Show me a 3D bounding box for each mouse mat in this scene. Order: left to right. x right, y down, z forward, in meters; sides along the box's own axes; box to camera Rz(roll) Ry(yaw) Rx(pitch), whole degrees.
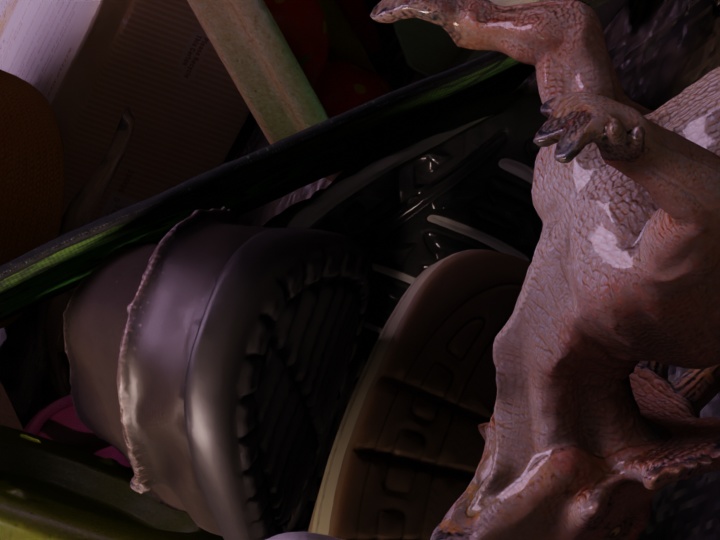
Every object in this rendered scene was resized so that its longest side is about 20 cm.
[{"bbox_3d":[-0.040,-0.018,0.724,0.161,0.200,0.008,140,107,-85],"label":"mouse mat"}]

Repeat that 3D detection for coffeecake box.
[{"bbox_3d":[-0.098,-0.100,1.080,0.154,0.073,0.200,-61,23,26],"label":"coffeecake box"}]

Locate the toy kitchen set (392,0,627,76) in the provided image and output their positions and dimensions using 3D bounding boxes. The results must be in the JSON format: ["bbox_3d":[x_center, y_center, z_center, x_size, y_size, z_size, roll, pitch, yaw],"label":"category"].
[{"bbox_3d":[-0.008,-0.162,0.781,0.163,0.180,0.200,-52,28,40],"label":"toy kitchen set"}]

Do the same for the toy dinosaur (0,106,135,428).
[{"bbox_3d":[-0.108,0.040,0.993,0.200,0.047,0.088,-62,41,45],"label":"toy dinosaur"}]

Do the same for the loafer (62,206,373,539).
[{"bbox_3d":[-0.041,0.027,0.645,0.200,0.071,0.073,87,-157,-78],"label":"loafer"}]

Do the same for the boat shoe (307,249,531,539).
[{"bbox_3d":[0.007,0.093,0.670,0.065,0.072,0.201,-12,65,63],"label":"boat shoe"}]

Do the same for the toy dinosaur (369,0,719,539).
[{"bbox_3d":[0.089,-0.011,0.543,0.200,0.136,0.086,-22,37,21],"label":"toy dinosaur"}]

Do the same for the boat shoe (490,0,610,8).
[{"bbox_3d":[0.087,-0.128,0.636,0.200,0.076,0.074,-38,79,39],"label":"boat shoe"}]

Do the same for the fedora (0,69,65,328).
[{"bbox_3d":[-0.165,-0.028,0.978,0.200,0.082,0.201,-12,75,50],"label":"fedora"}]

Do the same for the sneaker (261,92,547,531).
[{"bbox_3d":[0.000,0.000,0.768,0.200,0.074,0.079,-42,28,49],"label":"sneaker"}]

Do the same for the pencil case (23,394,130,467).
[{"bbox_3d":[-0.116,0.137,0.897,0.200,0.091,0.094,-59,-7,25],"label":"pencil case"}]

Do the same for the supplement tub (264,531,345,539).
[{"bbox_3d":[0.012,0.162,0.491,0.145,0.145,0.200,16,85,68],"label":"supplement tub"}]

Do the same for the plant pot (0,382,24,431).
[{"bbox_3d":[-0.210,0.073,0.820,0.177,0.200,0.200,-46,53,22],"label":"plant pot"}]

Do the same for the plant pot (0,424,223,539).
[{"bbox_3d":[-0.107,0.143,0.701,0.200,0.200,0.193,25,97,68],"label":"plant pot"}]

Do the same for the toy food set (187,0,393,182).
[{"bbox_3d":[-0.046,-0.118,0.845,0.049,0.200,0.198,-30,27,0],"label":"toy food set"}]
